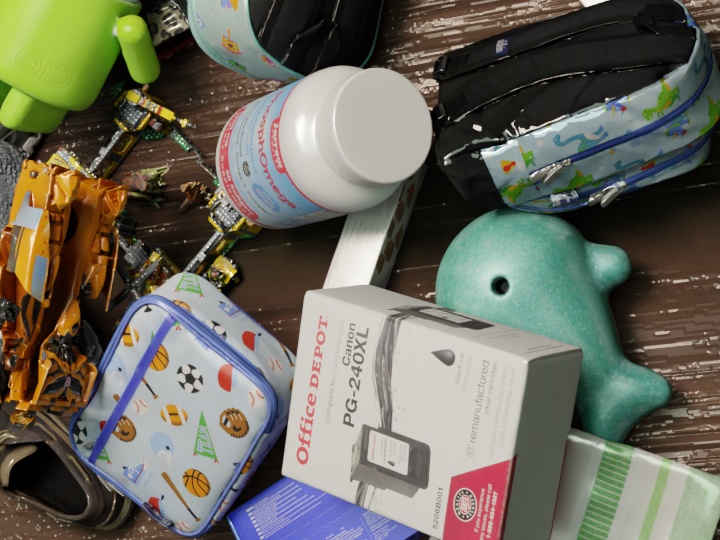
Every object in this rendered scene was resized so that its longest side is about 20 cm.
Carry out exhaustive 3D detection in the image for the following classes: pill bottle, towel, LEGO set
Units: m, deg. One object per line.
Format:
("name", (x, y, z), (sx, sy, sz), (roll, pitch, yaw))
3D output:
("pill bottle", (-0.028, -0.094, 1.202), (0.199, 0.108, 0.110), (-11, 75, 63))
("towel", (0.155, 0.195, 1.162), (0.198, 0.023, 0.154), (18, 100, 13))
("LEGO set", (-0.186, -0.063, 1.311), (0.154, 0.116, 0.201), (-41, 71, 12))

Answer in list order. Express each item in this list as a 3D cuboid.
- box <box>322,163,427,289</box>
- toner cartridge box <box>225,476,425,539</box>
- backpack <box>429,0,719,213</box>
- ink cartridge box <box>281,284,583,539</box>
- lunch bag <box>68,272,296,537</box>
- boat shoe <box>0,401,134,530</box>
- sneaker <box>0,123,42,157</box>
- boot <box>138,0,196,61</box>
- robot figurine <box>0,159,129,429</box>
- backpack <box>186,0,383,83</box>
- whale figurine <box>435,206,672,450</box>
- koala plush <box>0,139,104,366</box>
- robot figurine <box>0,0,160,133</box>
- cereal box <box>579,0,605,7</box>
("box", (0.000, 0.000, 1.271), (0.041, 0.039, 0.202), (18, 90, 24))
("toner cartridge box", (-0.001, 0.184, 1.245), (0.199, 0.043, 0.096), (-34, 72, 14))
("backpack", (0.167, -0.125, 1.165), (0.199, 0.154, 0.164), (-30, 30, 22))
("ink cartridge box", (0.046, 0.103, 1.132), (0.198, 0.083, 0.147), (16, 103, 35))
("lunch bag", (-0.145, 0.109, 1.251), (0.160, 0.076, 0.201), (37, 123, 5))
("boat shoe", (-0.283, 0.157, 1.344), (0.198, 0.073, 0.075), (21, 91, 23))
("sneaker", (-0.292, -0.180, 1.384), (0.066, 0.090, 0.201), (34, 96, 21))
("boot", (-0.147, -0.285, 1.356), (0.202, 0.073, 0.155), (-29, 82, 8))
("robot figurine", (-0.236, 0.023, 1.207), (0.058, 0.145, 0.203), (8, 88, 23))
("backpack", (-0.061, -0.250, 1.259), (0.152, 0.175, 0.203), (2, 84, 38))
("whale figurine", (0.140, 0.042, 1.175), (0.159, 0.104, 0.201), (-43, 73, 11))
("koala plush", (-0.310, 0.006, 1.320), (0.184, 0.177, 0.200), (-46, 60, -3))
("robot figurine", (-0.245, -0.213, 1.288), (0.175, 0.115, 0.201), (34, 103, 21))
("cereal box", (0.183, -0.311, 1.240), (0.144, 0.039, 0.201), (-42, 70, 12))
